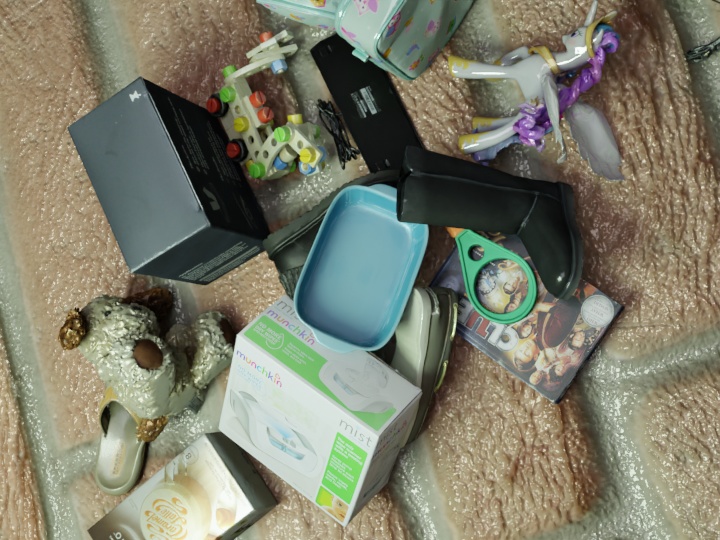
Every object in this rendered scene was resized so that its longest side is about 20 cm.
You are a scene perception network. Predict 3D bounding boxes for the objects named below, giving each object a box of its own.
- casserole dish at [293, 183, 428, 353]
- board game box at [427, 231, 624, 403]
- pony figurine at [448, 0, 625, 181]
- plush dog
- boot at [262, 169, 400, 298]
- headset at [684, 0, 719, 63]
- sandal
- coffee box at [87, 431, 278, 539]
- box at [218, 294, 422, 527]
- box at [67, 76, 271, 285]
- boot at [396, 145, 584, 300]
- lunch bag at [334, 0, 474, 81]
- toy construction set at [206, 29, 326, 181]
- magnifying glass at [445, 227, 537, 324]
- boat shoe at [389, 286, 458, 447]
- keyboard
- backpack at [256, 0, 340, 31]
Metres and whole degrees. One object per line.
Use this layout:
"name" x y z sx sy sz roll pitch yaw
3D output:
"casserole dish" 0.000 0.000 1.250 0.120 0.039 0.201 22 72 -2
"board game box" 0.183 0.040 1.290 0.199 0.035 0.136 35 96 17
"pony figurine" 0.206 -0.189 1.256 0.199 0.166 0.195 -14 73 31
"plush dog" -0.275 0.098 1.371 0.172 0.199 0.161 44 120 20
"boot" -0.006 -0.007 1.329 0.210 0.079 0.159 -32 72 21
"headset" 0.357 -0.334 1.234 0.094 0.123 0.201 -28 95 38
"sandal" -0.304 0.184 1.419 0.080 0.054 0.202 5 81 17
"coffee box" -0.218 0.303 1.370 0.200 0.080 0.115 -40 75 10
"box" -0.049 0.159 1.279 0.199 0.097 0.177 35 137 17
"box" -0.223 -0.100 1.344 0.117 0.200 0.198 -29 77 13
"boot" 0.137 -0.052 1.225 0.198 0.166 0.066 13 133 -12
"lunch bag" 0.051 -0.303 1.275 0.077 0.200 0.161 40 99 18
"toy construction set" -0.114 -0.196 1.374 0.131 0.092 0.202 -29 68 38
"magnifying glass" 0.130 -0.027 1.286 0.079 0.022 0.201 -38 77 11
"boat shoe" 0.070 0.113 1.290 0.072 0.060 0.204 38 125 51
"keyboard" -0.003 -0.197 1.378 0.103 0.040 0.201 -23 77 -10
"backpack" -0.047 -0.366 1.311 0.174 0.200 0.155 18 91 17
